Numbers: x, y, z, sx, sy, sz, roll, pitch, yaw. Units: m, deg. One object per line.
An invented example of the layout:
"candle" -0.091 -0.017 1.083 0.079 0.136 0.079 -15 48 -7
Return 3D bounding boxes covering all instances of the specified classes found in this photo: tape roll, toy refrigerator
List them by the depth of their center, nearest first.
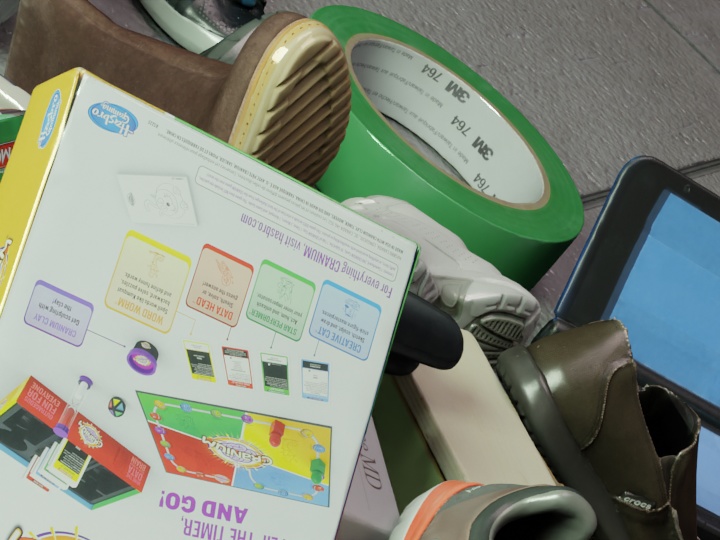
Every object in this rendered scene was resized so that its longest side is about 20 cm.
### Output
"toy refrigerator" 0.040 0.114 0.920 0.070 0.076 0.201 17 33 -40
"tape roll" 0.038 -0.071 1.261 0.200 0.048 0.201 32 26 -17

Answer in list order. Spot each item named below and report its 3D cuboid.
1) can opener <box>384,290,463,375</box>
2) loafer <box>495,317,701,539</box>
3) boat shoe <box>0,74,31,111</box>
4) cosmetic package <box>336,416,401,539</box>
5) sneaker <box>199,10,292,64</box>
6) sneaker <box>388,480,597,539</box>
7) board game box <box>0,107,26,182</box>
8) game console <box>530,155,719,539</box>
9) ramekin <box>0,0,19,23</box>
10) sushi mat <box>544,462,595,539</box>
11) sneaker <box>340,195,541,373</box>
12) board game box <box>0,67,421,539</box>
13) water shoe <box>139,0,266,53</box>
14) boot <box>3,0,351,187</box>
"can opener" -0.041 0.005 0.857 0.199 0.079 0.063 21 -11 -42
"loafer" 0.134 0.097 1.020 0.200 0.071 0.073 54 7 -43
"boat shoe" -0.171 -0.068 0.906 0.199 0.075 0.093 34 20 15
"cosmetic package" -0.088 0.060 0.835 0.199 0.071 0.102 26 28 -30
"sneaker" -0.067 -0.073 1.113 0.082 0.073 0.200 55 29 -6
"sneaker" 0.031 0.149 0.767 0.077 0.082 0.201 43 49 -26
"board game box" -0.224 -0.037 0.768 0.134 0.029 0.200 7 14 24
"game console" 0.205 0.062 1.190 0.199 0.119 0.171 28 27 -24
"ramekin" -0.224 -0.199 1.052 0.202 0.094 0.203 32 25 -17
"sushi mat" 0.093 0.122 1.027 0.096 0.012 0.201 42 16 -46
"sneaker" 0.000 0.000 1.075 0.199 0.078 0.099 22 22 -52
"board game box" -0.073 0.054 0.751 0.152 0.040 0.201 27 70 -28
"water shoe" -0.097 -0.196 1.242 0.071 0.079 0.200 4 43 -52
"boot" -0.092 -0.076 0.935 0.166 0.201 0.072 44 55 16
